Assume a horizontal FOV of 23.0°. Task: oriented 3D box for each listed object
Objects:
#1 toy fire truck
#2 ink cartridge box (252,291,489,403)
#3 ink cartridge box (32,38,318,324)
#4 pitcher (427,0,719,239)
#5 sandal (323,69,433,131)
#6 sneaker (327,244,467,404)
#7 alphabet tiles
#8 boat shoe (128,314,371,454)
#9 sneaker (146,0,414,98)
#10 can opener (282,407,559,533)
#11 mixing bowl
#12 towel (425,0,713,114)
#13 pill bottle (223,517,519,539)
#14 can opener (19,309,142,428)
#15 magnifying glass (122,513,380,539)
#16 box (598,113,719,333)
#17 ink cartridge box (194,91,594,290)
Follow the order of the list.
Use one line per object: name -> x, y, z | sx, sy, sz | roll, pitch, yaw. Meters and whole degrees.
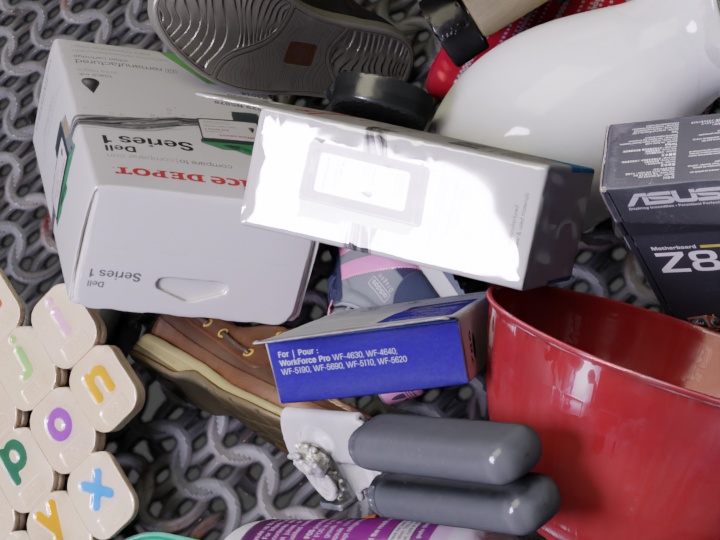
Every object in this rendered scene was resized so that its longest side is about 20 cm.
toy fire truck -> 0.033, -0.234, 1.092 | 0.129, 0.200, 0.176 | -31, 12, 10
ink cartridge box -> 0.015, 0.040, 0.922 | 0.099, 0.200, 0.039 | -7, 91, 12
ink cartridge box -> -0.118, -0.059, 1.111 | 0.146, 0.084, 0.200 | 5, 30, -21
pitcher -> 0.155, -0.079, 1.040 | 0.200, 0.121, 0.172 | -33, 89, 18
sandal -> 0.011, -0.101, 1.095 | 0.075, 0.200, 0.048 | 15, 82, -8
sneaker -> 0.000, 0.000, 1.089 | 0.082, 0.070, 0.200 | -37, 47, -2
alphabet tiles -> -0.219, 0.105, 1.105 | 0.200, 0.015, 0.196 | -45, 67, 21
boat shoe -> -0.056, 0.063, 1.073 | 0.200, 0.072, 0.068 | 23, 72, 40
sneaker -> -0.069, -0.168, 1.181 | 0.106, 0.200, 0.075 | 46, 115, 47
can opener -> 0.026, 0.090, 0.872 | 0.066, 0.053, 0.200 | -31, 16, -28
mixing bowl -> 0.143, 0.088, 0.895 | 0.200, 0.200, 0.108 | 25, 103, 38
towel -> 0.151, -0.155, 1.152 | 0.200, 0.022, 0.145 | 16, 67, 35
pill bottle -> -0.016, 0.187, 0.937 | 0.200, 0.112, 0.112 | -4, 56, 25
can opener -> -0.160, 0.039, 1.156 | 0.066, 0.053, 0.200 | 18, 68, 35
magnifying glass -> -0.079, 0.179, 1.037 | 0.200, 0.022, 0.080 | -16, 52, 16
box -> 0.243, -0.025, 0.919 | 0.200, 0.161, 0.049 | -4, 56, 24
ink cartridge box -> 0.014, -0.045, 0.963 | 0.200, 0.116, 0.068 | 14, 96, 19
